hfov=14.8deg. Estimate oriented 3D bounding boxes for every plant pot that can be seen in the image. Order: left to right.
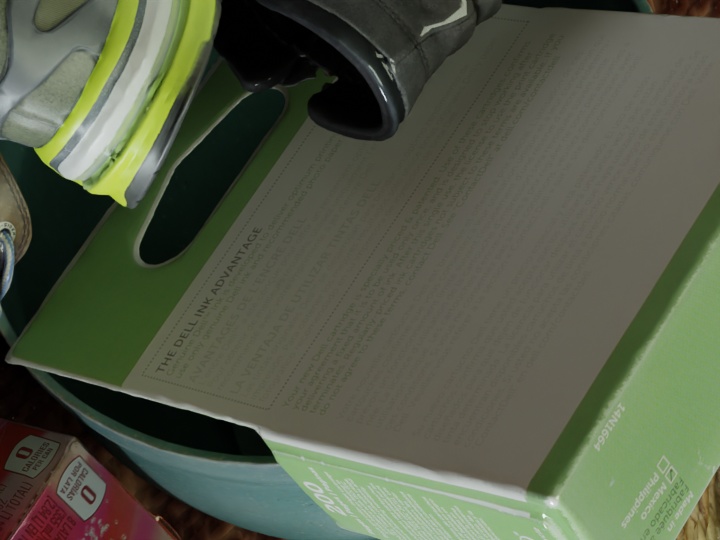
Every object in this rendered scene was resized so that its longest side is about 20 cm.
[{"bbox_3d":[0.000,0.000,0.816,0.200,0.200,0.134,-55,152,-22],"label":"plant pot"}]

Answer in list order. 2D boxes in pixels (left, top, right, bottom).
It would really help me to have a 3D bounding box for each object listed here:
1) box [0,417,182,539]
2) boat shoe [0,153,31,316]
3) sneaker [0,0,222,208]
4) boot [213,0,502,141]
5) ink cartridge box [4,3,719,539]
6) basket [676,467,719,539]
[{"bbox_3d":[-0.135,0.141,0.757,0.200,0.100,0.095,-56,130,-22],"label":"box"},{"bbox_3d":[-0.123,-0.015,0.727,0.072,0.072,0.200,16,73,-13],"label":"boat shoe"},{"bbox_3d":[-0.085,-0.109,0.712,0.081,0.074,0.200,20,39,-28],"label":"sneaker"},{"bbox_3d":[-0.002,-0.115,0.755,0.132,0.200,0.070,-35,121,-9],"label":"boot"},{"bbox_3d":[0.020,-0.004,0.707,0.146,0.200,0.048,-56,129,-22],"label":"ink cartridge box"},{"bbox_3d":[0.192,0.099,1.004,0.149,0.143,0.200,-31,120,-63],"label":"basket"}]
